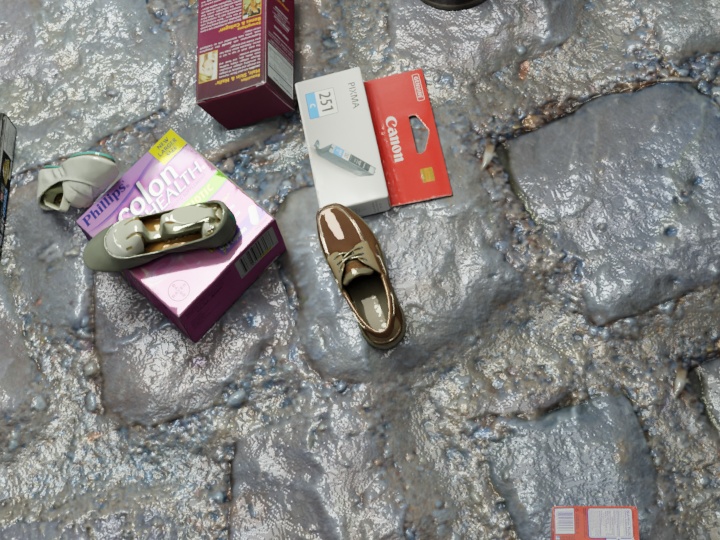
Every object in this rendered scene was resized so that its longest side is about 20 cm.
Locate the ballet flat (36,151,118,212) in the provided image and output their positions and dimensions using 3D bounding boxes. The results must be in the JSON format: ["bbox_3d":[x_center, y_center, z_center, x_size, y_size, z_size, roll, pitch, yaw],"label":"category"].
[{"bbox_3d":[-0.370,-0.108,1.807,0.069,0.199,0.070,2,86,-33],"label":"ballet flat"}]

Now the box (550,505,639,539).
[{"bbox_3d":[0.265,0.372,1.560,0.098,0.096,0.202,-2,67,6],"label":"box"}]

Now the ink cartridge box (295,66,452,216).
[{"bbox_3d":[0.016,-0.176,1.848,0.174,0.045,0.202,-13,67,2],"label":"ink cartridge box"}]

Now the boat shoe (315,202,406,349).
[{"bbox_3d":[0.000,0.000,1.746,0.075,0.072,0.201,-29,75,2],"label":"boat shoe"}]

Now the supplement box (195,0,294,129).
[{"bbox_3d":[-0.154,-0.307,1.884,0.109,0.086,0.202,-12,65,24],"label":"supplement box"}]

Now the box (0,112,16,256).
[{"bbox_3d":[-0.576,-0.112,1.889,0.197,0.050,0.201,-1,66,7],"label":"box"}]

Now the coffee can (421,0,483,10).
[{"bbox_3d":[0.121,-0.468,1.872,0.144,0.200,0.148,-2,67,6],"label":"coffee can"}]

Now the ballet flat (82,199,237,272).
[{"bbox_3d":[-0.252,-0.049,1.710,0.198,0.064,0.068,-12,67,2],"label":"ballet flat"}]

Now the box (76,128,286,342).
[{"bbox_3d":[-0.229,-0.046,1.793,0.200,0.097,0.176,40,77,20],"label":"box"}]
